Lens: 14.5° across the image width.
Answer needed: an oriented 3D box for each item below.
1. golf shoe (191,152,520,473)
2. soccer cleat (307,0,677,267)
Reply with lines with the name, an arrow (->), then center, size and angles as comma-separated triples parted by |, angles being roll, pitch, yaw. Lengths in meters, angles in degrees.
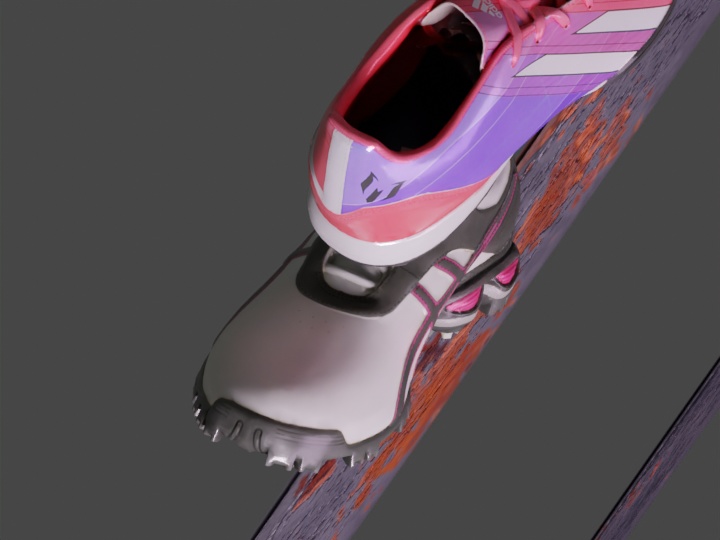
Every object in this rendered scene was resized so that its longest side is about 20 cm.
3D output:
golf shoe -> 0.000, 0.000, 1.041 | 0.200, 0.077, 0.088 | -47, 153, -53
soccer cleat -> 0.055, -0.088, 1.006 | 0.200, 0.068, 0.073 | -46, 160, -21
